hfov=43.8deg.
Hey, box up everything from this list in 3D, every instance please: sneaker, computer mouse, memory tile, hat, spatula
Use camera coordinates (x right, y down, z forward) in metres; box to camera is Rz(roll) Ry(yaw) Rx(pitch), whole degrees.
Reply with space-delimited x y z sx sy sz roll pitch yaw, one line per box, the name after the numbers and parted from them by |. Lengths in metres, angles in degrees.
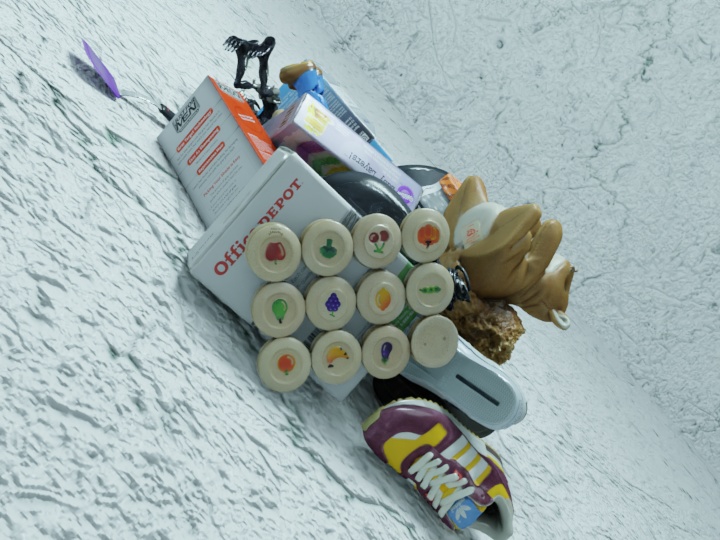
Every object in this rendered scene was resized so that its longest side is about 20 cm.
0.084 0.199 0.878 0.199 0.075 0.091 32 27 -33 | sneaker
0.041 -0.043 0.942 0.199 0.053 0.139 40 -7 0 | computer mouse
-0.004 0.027 0.819 0.017 0.197 0.156 -160 -116 -69 | memory tile
0.070 0.135 1.016 0.199 0.081 0.201 34 22 -15 | hat
0.086 0.098 0.919 0.200 0.073 0.071 41 1 28 | sneaker
-0.249 -0.195 1.046 0.199 0.021 0.057 36 18 -42 | spatula

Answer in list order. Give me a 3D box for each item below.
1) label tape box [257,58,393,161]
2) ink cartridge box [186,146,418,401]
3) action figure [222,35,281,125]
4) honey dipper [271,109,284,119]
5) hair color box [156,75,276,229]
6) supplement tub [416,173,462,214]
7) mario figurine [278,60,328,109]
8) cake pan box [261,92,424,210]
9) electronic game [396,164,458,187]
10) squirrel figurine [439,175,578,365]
-0.057 -0.192 1.343 0.201 0.143 0.066 49 15 7 | label tape box
-0.048 0.001 0.860 0.200 0.146 0.084 43 0 -19 | ink cartridge box
-0.148 -0.220 1.245 0.118 0.102 0.202 25 -42 35 | action figure
-0.109 -0.162 1.147 0.038 0.038 0.200 48 -15 5 | honey dipper
-0.138 -0.105 0.979 0.061 0.101 0.201 16 35 -55 | hair color box
0.078 -0.027 1.203 0.122 0.200 0.123 42 15 -15 | supplement tub
-0.070 -0.167 1.189 0.122 0.105 0.203 -12 84 -45 | mario figurine
-0.052 -0.106 1.077 0.184 0.199 0.053 39 59 -21 | cake pan box
0.056 -0.081 1.287 0.199 0.198 0.042 32 36 -46 | electronic game
0.175 0.019 1.101 0.186 0.201 0.141 41 -10 -36 | squirrel figurine
